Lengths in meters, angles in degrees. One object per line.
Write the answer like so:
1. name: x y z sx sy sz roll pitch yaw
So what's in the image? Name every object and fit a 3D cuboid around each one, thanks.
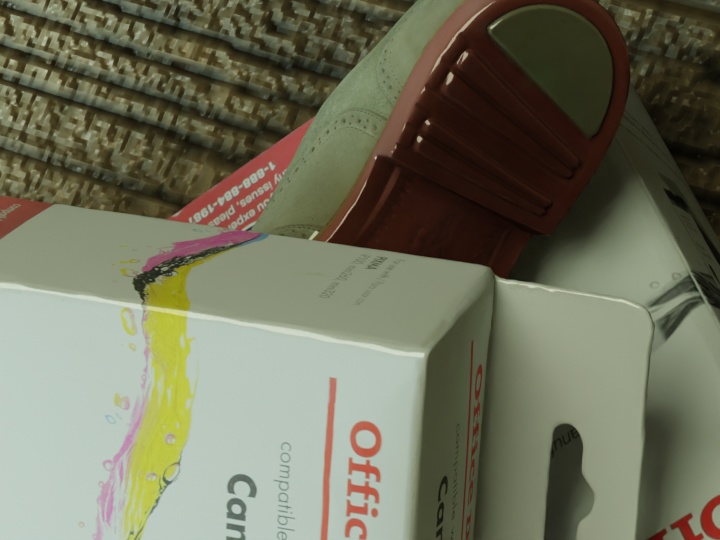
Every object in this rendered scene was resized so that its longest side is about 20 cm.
1. ink cartridge box: -0.033 0.054 0.704 0.199 0.067 0.117 8 109 16
2. oxford shoe: 0.000 0.000 0.771 0.200 0.070 0.075 -51 23 11
3. ink cartridge box: 0.044 0.042 0.806 0.147 0.083 0.200 -33 59 15
